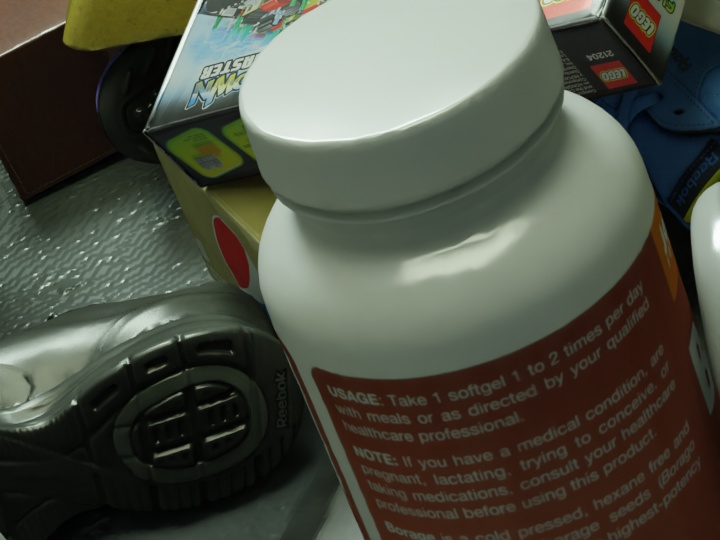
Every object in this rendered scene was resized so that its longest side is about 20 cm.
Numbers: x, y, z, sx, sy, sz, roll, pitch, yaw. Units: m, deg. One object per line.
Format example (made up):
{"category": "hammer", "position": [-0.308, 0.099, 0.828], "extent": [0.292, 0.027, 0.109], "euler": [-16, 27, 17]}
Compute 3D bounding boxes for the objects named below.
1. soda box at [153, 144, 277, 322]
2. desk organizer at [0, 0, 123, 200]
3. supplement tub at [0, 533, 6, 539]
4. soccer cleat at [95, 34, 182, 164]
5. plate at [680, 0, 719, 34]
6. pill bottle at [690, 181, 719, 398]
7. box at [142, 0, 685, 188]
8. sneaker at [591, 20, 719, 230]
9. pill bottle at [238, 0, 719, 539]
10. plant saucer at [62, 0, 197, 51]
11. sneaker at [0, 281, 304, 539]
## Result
{"category": "soda box", "position": [0.000, 0.000, 0.922], "extent": [0.064, 0.068, 0.200], "euler": [-29, 33, -12]}
{"category": "desk organizer", "position": [-0.148, -0.114, 1.177], "extent": [0.077, 0.072, 0.200], "euler": [-27, 33, -4]}
{"category": "supplement tub", "position": [-0.150, 0.160, 0.705], "extent": [0.145, 0.146, 0.200], "euler": [-20, 32, 3]}
{"category": "soccer cleat", "position": [-0.042, -0.107, 1.107], "extent": [0.200, 0.068, 0.073], "euler": [-37, 34, -30]}
{"category": "plate", "position": [0.195, -0.126, 0.929], "extent": [0.199, 0.032, 0.200], "euler": [19, 40, -1]}
{"category": "pill bottle", "position": [0.201, 0.007, 0.752], "extent": [0.199, 0.112, 0.112], "euler": [-14, 33, 12]}
{"category": "box", "position": [0.024, -0.095, 0.891], "extent": [0.200, 0.035, 0.110], "euler": [-11, 47, 40]}
{"category": "sneaker", "position": [0.104, -0.064, 0.899], "extent": [0.200, 0.066, 0.078], "euler": [32, 48, 21]}
{"category": "pill bottle", "position": [0.038, 0.021, 0.745], "extent": [0.112, 0.200, 0.112], "euler": [-15, 33, 10]}
{"category": "plant saucer", "position": [-0.026, -0.169, 1.094], "extent": [0.199, 0.049, 0.200], "euler": [-11, 30, 4]}
{"category": "sneaker", "position": [-0.117, 0.056, 0.921], "extent": [0.199, 0.076, 0.091], "euler": [-14, 23, 0]}
